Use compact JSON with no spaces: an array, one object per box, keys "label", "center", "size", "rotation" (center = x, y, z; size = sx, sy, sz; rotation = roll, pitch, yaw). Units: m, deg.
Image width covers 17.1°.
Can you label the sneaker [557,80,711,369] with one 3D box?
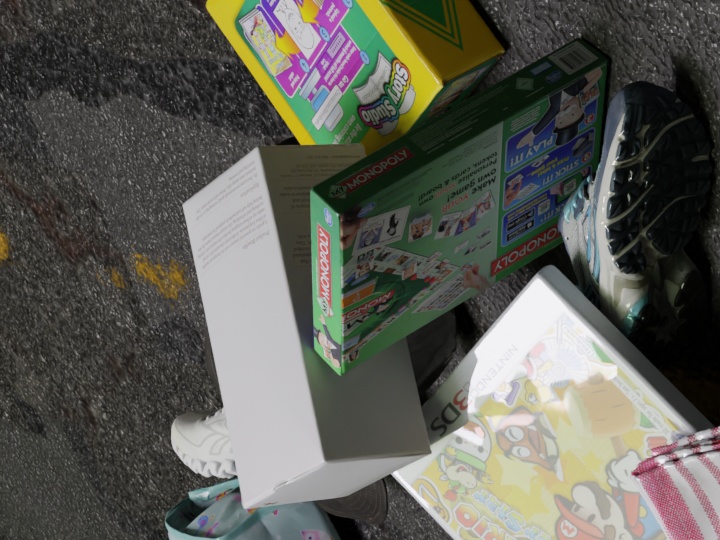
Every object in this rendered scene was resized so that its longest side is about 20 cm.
[{"label":"sneaker","center":[0.147,-0.031,1.387],"size":[0.086,0.077,0.201],"rotation":[41,149,38]}]

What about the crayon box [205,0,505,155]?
[{"label":"crayon box","center":[-0.009,-0.157,1.543],"size":[0.173,0.058,0.200],"rotation":[54,154,6]}]

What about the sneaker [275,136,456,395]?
[{"label":"sneaker","center":[0.000,0.000,1.695],"size":[0.201,0.080,0.086],"rotation":[61,167,13]}]

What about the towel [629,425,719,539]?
[{"label":"towel","center":[0.262,0.143,1.319],"size":[0.199,0.030,0.147],"rotation":[-19,105,32]}]

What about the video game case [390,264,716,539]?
[{"label":"video game case","center":[0.128,0.126,1.422],"size":[0.200,0.023,0.182],"rotation":[45,125,9]}]

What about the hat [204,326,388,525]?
[{"label":"hat","center":[-0.026,0.094,1.818],"size":[0.200,0.081,0.201],"rotation":[41,156,22]}]

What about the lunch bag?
[{"label":"lunch bag","center":[-0.083,0.267,2.047],"size":[0.171,0.122,0.200],"rotation":[62,156,-9]}]

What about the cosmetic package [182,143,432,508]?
[{"label":"cosmetic package","center":[-0.036,0.034,1.470],"size":[0.107,0.084,0.201],"rotation":[-30,68,53]}]

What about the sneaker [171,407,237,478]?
[{"label":"sneaker","center":[-0.088,0.131,1.981],"size":[0.199,0.075,0.082],"rotation":[8,118,48]}]

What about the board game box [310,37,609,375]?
[{"label":"board game box","center":[0.058,-0.037,1.392],"size":[0.029,0.199,0.135],"rotation":[43,149,32]}]
